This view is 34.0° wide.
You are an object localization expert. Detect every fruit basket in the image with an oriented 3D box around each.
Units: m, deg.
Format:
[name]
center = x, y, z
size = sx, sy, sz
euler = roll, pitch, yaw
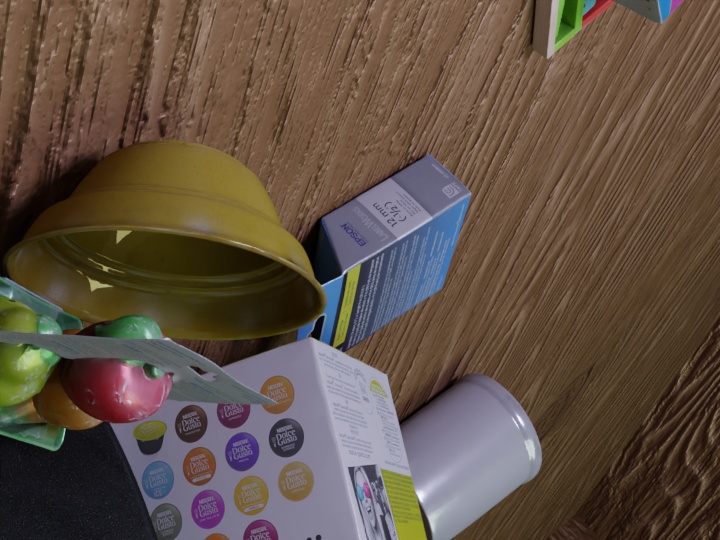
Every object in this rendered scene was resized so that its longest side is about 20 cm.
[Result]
[fruit basket]
center = -0.169, 0.052, 0.708
size = 0.197, 0.095, 0.185
euler = -4, 162, 15

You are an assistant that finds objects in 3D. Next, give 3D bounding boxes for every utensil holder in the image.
[utensil holder]
center = 0.116, 0.260, 1.588
size = 0.199, 0.170, 0.171
euler = -30, 153, -28

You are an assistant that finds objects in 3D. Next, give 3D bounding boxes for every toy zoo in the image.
[toy zoo]
center = 0.232, -0.292, 1.055
size = 0.200, 0.020, 0.132
euler = -40, 156, -15

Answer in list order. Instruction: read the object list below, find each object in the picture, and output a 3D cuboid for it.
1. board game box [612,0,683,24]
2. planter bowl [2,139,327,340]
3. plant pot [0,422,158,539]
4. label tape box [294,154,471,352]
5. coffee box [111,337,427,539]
[board game box]
center = 0.283, -0.330, 0.982
size = 0.200, 0.064, 0.148
euler = -44, 142, -10
[planter bowl]
center = -0.117, -0.025, 0.740
size = 0.201, 0.198, 0.085
euler = 62, 29, -67
[plant pot]
center = -0.255, 0.224, 0.842
size = 0.200, 0.177, 0.199
euler = -55, 157, 22
[label tape box]
center = 0.000, 0.000, 1.074
size = 0.199, 0.066, 0.144
euler = -30, 152, -29
[coffee box]
center = -0.072, 0.192, 1.004
size = 0.198, 0.200, 0.200
euler = -19, 162, 15
